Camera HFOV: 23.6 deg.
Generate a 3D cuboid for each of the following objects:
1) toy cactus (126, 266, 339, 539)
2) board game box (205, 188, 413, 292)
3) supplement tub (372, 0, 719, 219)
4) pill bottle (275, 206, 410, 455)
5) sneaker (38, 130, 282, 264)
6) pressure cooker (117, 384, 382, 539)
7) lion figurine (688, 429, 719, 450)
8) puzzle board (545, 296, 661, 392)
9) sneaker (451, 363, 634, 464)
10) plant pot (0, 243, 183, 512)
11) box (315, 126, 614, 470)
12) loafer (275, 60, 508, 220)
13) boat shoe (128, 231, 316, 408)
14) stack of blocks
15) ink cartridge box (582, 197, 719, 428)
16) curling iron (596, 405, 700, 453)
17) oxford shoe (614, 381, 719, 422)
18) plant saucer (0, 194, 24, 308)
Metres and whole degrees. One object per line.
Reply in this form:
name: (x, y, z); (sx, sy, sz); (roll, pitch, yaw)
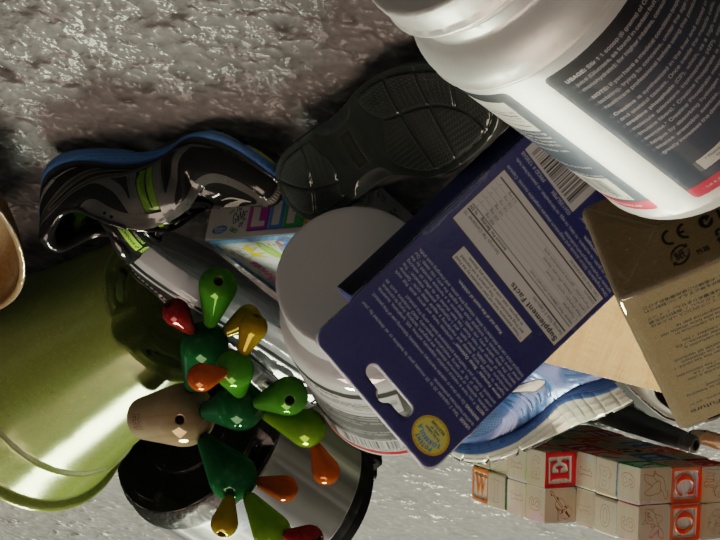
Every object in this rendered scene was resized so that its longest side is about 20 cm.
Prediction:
toy cactus: (-0.103, 0.103, 1.190); (0.165, 0.102, 0.200); (-11, 105, 43)
board game box: (0.000, 0.000, 1.239); (0.134, 0.034, 0.200); (-4, 154, 30)
supplement tub: (0.114, -0.125, 0.833); (0.200, 0.140, 0.140); (32, 148, -35)
pill bottle: (0.010, 0.041, 1.135); (0.114, 0.114, 0.200); (6, 158, 12)
sneaker: (-0.135, -0.044, 1.170); (0.200, 0.083, 0.071); (-6, 151, 27)
pressure cooker: (-0.089, 0.174, 1.476); (0.176, 0.179, 0.200); (0, 151, 41)
lion figurine: (0.312, 0.093, 1.267); (0.122, 0.072, 0.200); (8, 151, 2)
puzzle board: (0.169, -0.014, 1.084); (0.151, 0.017, 0.200); (14, 126, 3)
sneaker: (0.136, 0.082, 1.310); (0.200, 0.089, 0.079); (-31, 176, 35)
plant pot: (-0.205, 0.062, 1.334); (0.200, 0.200, 0.190); (30, 136, -33)
box: (0.073, 0.010, 1.023); (0.121, 0.200, 0.032); (51, 170, -22)
loafer: (0.026, -0.089, 1.057); (0.200, 0.063, 0.072); (-22, 98, 47)
boat shoe: (-0.098, 0.044, 1.251); (0.200, 0.072, 0.071); (36, 107, -20)
stack of blocks: (0.187, 0.168, 1.366); (0.115, 0.059, 0.200); (0, -176, -27)
ink cartridge box: (0.247, -0.008, 0.993); (0.200, 0.075, 0.165); (-24, 143, 8)
curling iron: (0.185, 0.116, 1.343); (0.026, 0.050, 0.200); (-3, -172, -42)
oxford shoe: (0.179, 0.038, 1.176); (0.200, 0.073, 0.084); (33, 174, -18)
plant saucer: (-0.328, -0.047, 1.247); (0.200, 0.035, 0.200); (14, 141, 12)
